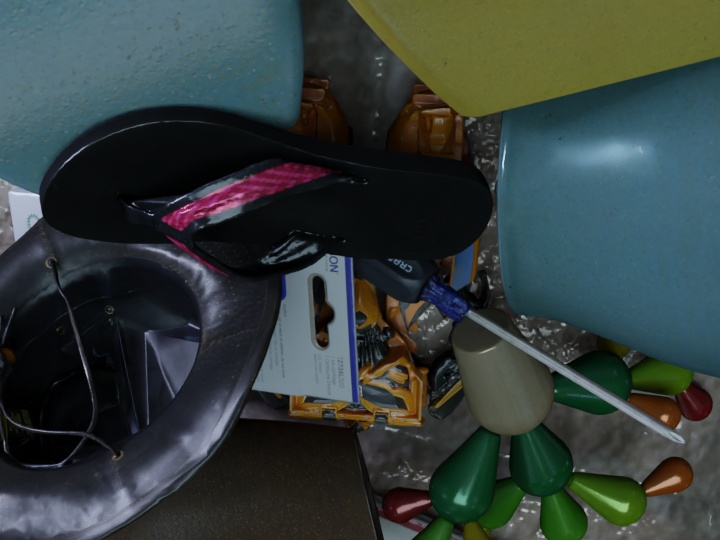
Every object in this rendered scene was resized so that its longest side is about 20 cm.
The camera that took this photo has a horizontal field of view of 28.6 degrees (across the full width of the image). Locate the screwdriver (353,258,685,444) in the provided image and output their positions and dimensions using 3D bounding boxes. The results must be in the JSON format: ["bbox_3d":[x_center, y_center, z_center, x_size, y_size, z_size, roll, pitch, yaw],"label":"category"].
[{"bbox_3d":[0.063,0.030,0.665,0.200,0.029,0.028,36,141,17],"label":"screwdriver"}]

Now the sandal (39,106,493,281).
[{"bbox_3d":[-0.037,-0.025,0.609,0.200,0.045,0.075,4,139,-12],"label":"sandal"}]

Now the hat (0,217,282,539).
[{"bbox_3d":[-0.116,0.056,0.674,0.200,0.201,0.081,-21,143,10],"label":"hat"}]

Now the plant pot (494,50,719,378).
[{"bbox_3d":[0.165,-0.040,0.658,0.188,0.200,0.200,2,113,16],"label":"plant pot"}]

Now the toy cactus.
[{"bbox_3d":[0.089,0.080,0.744,0.200,0.102,0.165,-28,128,-2],"label":"toy cactus"}]

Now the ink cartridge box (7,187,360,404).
[{"bbox_3d":[-0.087,0.008,0.720,0.200,0.037,0.095,7,112,26],"label":"ink cartridge box"}]

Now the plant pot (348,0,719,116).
[{"bbox_3d":[0.076,-0.182,0.575,0.200,0.200,0.176,-13,136,13],"label":"plant pot"}]

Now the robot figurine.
[{"bbox_3d":[0.000,0.000,0.741,0.145,0.058,0.200,3,112,3],"label":"robot figurine"}]

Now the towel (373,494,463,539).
[{"bbox_3d":[-0.006,0.226,0.856,0.144,0.023,0.200,23,110,-6],"label":"towel"}]

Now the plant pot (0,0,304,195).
[{"bbox_3d":[-0.116,-0.149,0.621,0.196,0.196,0.200,-20,125,10],"label":"plant pot"}]

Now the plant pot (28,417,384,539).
[{"bbox_3d":[-0.089,0.151,0.751,0.200,0.187,0.187,-14,111,0],"label":"plant pot"}]
